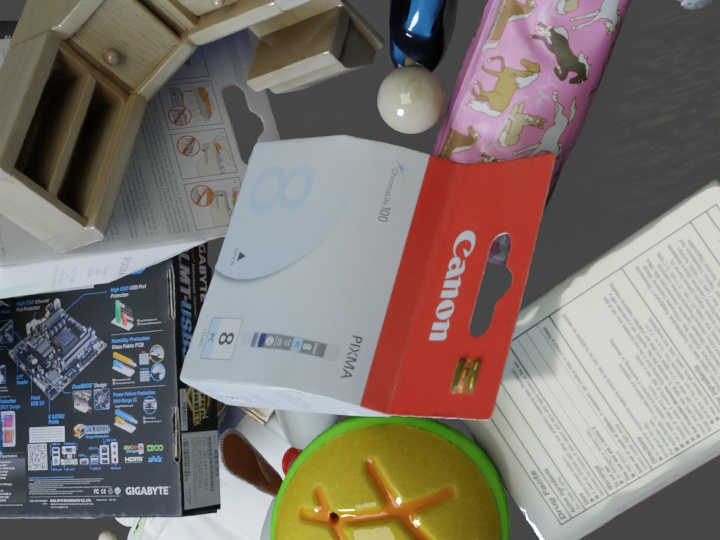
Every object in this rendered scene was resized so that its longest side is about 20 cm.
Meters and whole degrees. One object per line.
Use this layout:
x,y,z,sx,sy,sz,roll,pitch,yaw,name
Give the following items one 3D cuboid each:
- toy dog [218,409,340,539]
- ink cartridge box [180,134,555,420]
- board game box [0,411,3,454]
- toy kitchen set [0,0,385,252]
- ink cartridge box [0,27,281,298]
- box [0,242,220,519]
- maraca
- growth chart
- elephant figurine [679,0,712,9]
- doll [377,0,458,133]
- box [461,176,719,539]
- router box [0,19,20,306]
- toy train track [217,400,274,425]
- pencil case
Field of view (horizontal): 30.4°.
-0.027,0.088,0.832,0.132,0.096,0.200,-16,88,-8,toy dog
0.000,0.000,0.749,0.200,0.047,0.160,-1,64,41,ink cartridge box
-0.343,0.077,0.890,0.200,0.037,0.151,-16,58,4,board game box
-0.084,-0.104,0.770,0.200,0.163,0.181,-14,51,37,toy kitchen set
-0.153,-0.076,0.854,0.050,0.200,0.161,-52,51,57,ink cartridge box
-0.190,0.069,0.912,0.200,0.050,0.199,-7,81,30,box
0.010,0.173,0.771,0.137,0.107,0.200,20,109,6,maraca
-0.091,0.165,0.930,0.145,0.018,0.200,44,108,12,growth chart
0.216,-0.277,0.727,0.200,0.155,0.142,62,155,17,elephant figurine
0.037,-0.175,0.793,0.048,0.136,0.200,3,73,-1,doll
0.166,0.052,0.771,0.200,0.109,0.128,-36,82,21,box
-0.289,-0.076,0.905,0.150,0.062,0.200,2,62,17,router box
-0.084,0.028,0.899,0.115,0.033,0.200,38,103,24,toy train track
0.092,-0.101,0.800,0.086,0.083,0.200,24,104,16,pencil case
